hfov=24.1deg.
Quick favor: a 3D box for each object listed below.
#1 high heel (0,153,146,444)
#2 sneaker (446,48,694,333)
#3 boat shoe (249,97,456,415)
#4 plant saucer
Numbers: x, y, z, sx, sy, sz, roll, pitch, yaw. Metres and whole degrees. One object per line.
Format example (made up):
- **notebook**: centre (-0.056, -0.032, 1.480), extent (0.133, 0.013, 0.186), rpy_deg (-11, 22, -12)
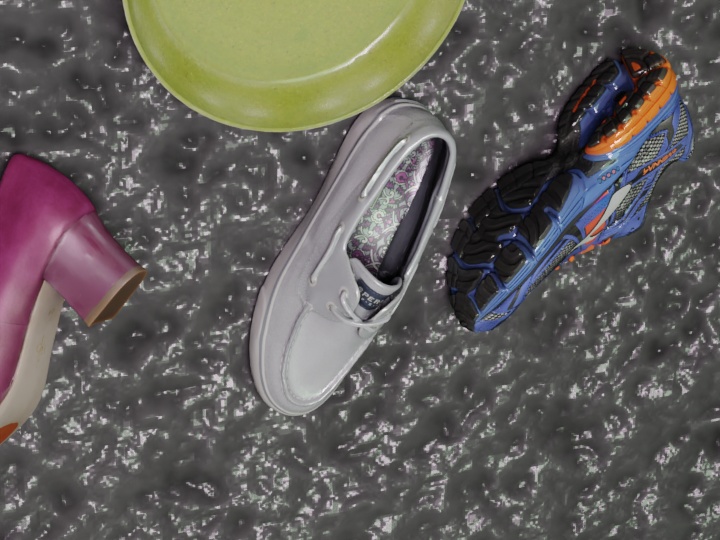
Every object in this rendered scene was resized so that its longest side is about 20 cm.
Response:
- **high heel**: centre (-0.210, 0.034, 0.928), extent (0.096, 0.067, 0.200), rpy_deg (45, 98, 8)
- **sneaker**: centre (0.133, -0.036, 1.021), extent (0.200, 0.075, 0.078), rpy_deg (-47, 123, 2)
- **boat shoe**: centre (0.000, 0.000, 0.979), extent (0.072, 0.069, 0.201), rpy_deg (27, 97, -28)
- **plant saucer**: centre (-0.034, -0.169, 0.904), extent (0.199, 0.031, 0.201), rpy_deg (-11, 126, -16)
